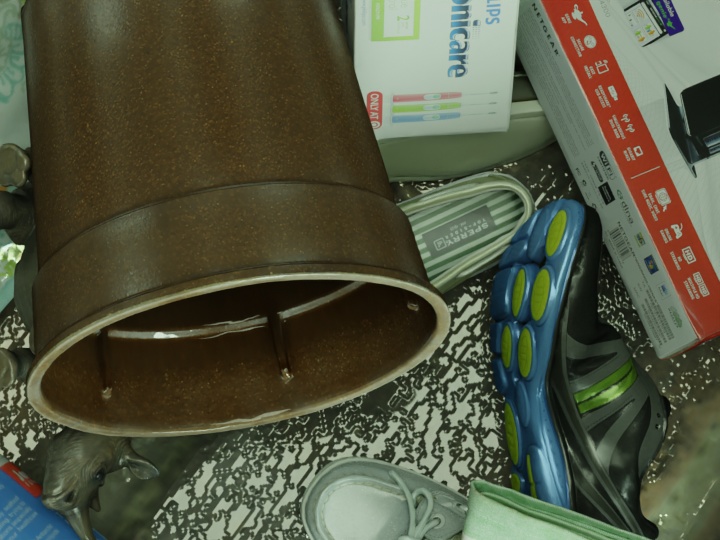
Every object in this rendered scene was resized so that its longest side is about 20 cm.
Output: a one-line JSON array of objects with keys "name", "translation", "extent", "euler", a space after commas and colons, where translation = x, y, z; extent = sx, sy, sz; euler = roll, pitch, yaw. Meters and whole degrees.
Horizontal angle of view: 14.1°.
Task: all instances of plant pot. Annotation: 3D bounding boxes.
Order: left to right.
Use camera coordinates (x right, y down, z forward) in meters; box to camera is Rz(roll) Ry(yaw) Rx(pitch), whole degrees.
[{"name": "plant pot", "translation": [-0.072, -0.048, 1.376], "extent": [0.199, 0.200, 0.199], "euler": [-10, 69, -3]}]

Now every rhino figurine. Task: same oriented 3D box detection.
[{"name": "rhino figurine", "translation": [-0.144, 0.039, 1.447], "extent": [0.060, 0.087, 0.201], "euler": [-13, 83, 31]}]

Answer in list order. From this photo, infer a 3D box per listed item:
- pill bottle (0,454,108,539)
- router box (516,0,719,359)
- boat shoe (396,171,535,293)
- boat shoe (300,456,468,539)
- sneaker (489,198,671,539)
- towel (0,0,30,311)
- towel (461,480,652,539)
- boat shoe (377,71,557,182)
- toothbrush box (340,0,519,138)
[{"name": "pill bottle", "translation": [-0.187, 0.158, 1.465], "extent": [0.200, 0.112, 0.112], "euler": [39, 84, 2]}, {"name": "router box", "translation": [0.193, -0.080, 1.507], "extent": [0.179, 0.049, 0.201], "euler": [-23, 84, -24]}, {"name": "boat shoe", "translation": [0.000, 0.000, 1.513], "extent": [0.199, 0.062, 0.072], "euler": [-29, 84, -5]}, {"name": "boat shoe", "translation": [0.058, 0.165, 1.493], "extent": [0.202, 0.065, 0.075], "euler": [39, 84, 3]}, {"name": "sneaker", "translation": [0.116, 0.058, 1.495], "extent": [0.082, 0.071, 0.201], "euler": [-12, 106, -18]}, {"name": "towel", "translation": [-0.194, -0.069, 1.471], "extent": [0.200, 0.171, 0.048], "euler": [-48, 49, -6]}, {"name": "towel", "translation": [0.111, 0.205, 1.433], "extent": [0.152, 0.201, 0.023], "euler": [19, 40, 15]}, {"name": "boat shoe", "translation": [0.016, -0.080, 1.519], "extent": [0.200, 0.072, 0.061], "euler": [-12, 66, -11]}, {"name": "toothbrush box", "translation": [0.029, -0.189, 1.462], "extent": [0.086, 0.146, 0.201], "euler": [-4, 59, -3]}]
